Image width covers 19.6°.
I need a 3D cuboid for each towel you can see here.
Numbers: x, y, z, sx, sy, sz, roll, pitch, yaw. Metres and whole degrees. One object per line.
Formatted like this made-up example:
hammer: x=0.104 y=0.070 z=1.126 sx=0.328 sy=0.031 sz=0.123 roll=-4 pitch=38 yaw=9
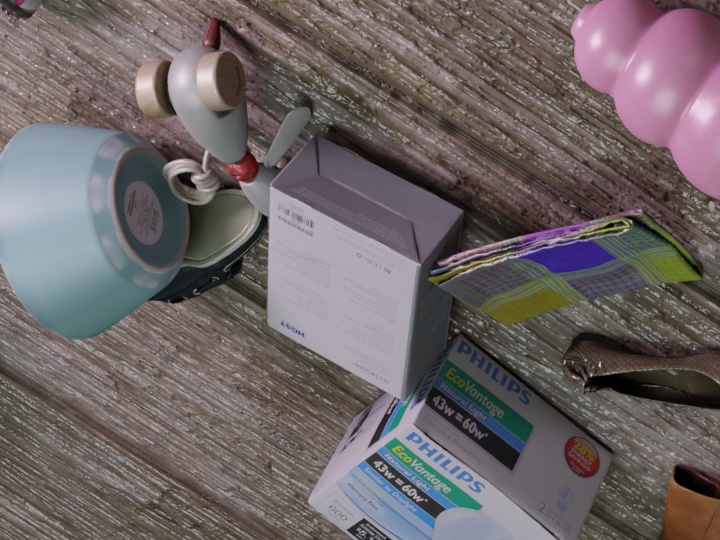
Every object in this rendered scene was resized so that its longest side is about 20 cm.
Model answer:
towel: x=0.173 y=0.001 z=1.760 sx=0.199 sy=0.023 sz=0.143 roll=-14 pitch=153 yaw=27

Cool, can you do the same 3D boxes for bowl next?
bowl: x=-0.227 y=-0.046 z=1.878 sx=0.104 sy=0.201 sz=0.201 roll=-12 pitch=124 yaw=29

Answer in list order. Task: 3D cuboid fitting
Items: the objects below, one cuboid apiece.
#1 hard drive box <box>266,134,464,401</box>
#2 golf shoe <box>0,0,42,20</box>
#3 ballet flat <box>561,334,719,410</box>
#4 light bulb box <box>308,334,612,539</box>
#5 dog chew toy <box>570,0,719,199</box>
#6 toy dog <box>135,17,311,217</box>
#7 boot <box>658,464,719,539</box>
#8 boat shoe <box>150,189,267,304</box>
hard drive box: x=0.000 y=0.000 z=1.845 sx=0.155 sy=0.077 sz=0.201 roll=29 pitch=145 yaw=17
golf shoe: x=-0.316 y=-0.290 z=1.772 sx=0.073 sy=0.092 sz=0.200 roll=39 pitch=172 yaw=36
ballet flat: x=0.271 y=0.098 z=1.839 sx=0.199 sy=0.046 sz=0.068 roll=10 pitch=136 yaw=21
light bulb box: x=0.094 y=0.199 z=1.981 sx=0.198 sy=0.125 sz=0.200 roll=38 pitch=139 yaw=-9
dog chew toy: x=0.248 y=-0.138 z=1.570 sx=0.199 sy=0.125 sz=0.125 roll=33 pitch=140 yaw=10
toy dog: x=-0.112 y=-0.140 z=1.814 sx=0.131 sy=0.097 sz=0.200 roll=12 pitch=151 yaw=16
boot: x=0.361 y=0.283 z=1.977 sx=0.187 sy=0.068 sz=0.201 roll=27 pitch=132 yaw=16
boat shoe: x=-0.144 y=-0.014 z=1.957 sx=0.066 sy=0.075 sz=0.199 roll=24 pitch=138 yaw=-38
